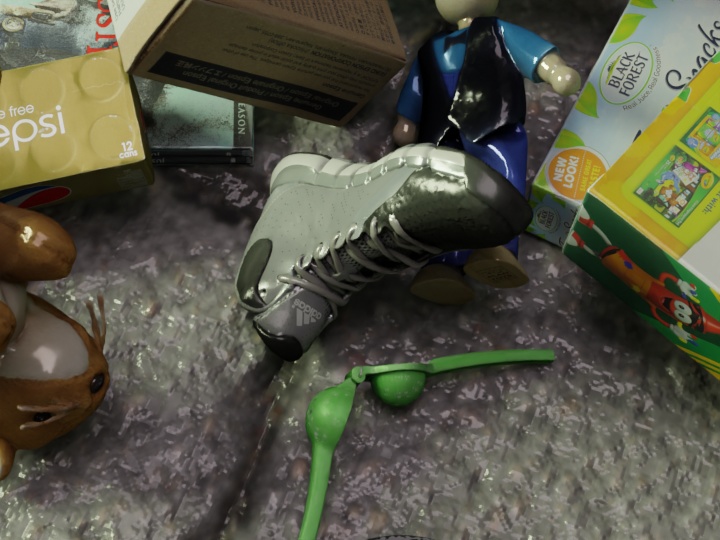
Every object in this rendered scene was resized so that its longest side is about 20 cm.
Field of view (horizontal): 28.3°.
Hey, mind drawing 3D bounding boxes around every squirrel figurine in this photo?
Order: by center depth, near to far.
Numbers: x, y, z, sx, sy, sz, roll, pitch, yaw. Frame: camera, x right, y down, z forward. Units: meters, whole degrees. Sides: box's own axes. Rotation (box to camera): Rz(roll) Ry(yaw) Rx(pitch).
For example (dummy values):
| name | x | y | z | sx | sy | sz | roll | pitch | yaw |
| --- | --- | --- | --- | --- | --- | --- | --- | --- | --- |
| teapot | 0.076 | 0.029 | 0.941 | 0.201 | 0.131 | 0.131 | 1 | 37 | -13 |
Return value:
| name | x | y | z | sx | sy | sz | roll | pitch | yaw |
| --- | --- | --- | --- | --- | --- | --- | --- | --- | --- |
| squirrel figurine | -0.223 | 0.017 | 0.724 | 0.198 | 0.187 | 0.143 | -9 | 47 | 30 |

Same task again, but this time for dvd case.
| name | x | y | z | sx | sy | sz | roll | pitch | yaw |
| --- | --- | --- | --- | --- | --- | --- | --- | --- | --- |
| dvd case | -0.163 | -0.129 | 0.884 | 0.197 | 0.022 | 0.148 | 1 | 60 | -4 |

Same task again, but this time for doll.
| name | x | y | z | sx | sy | sz | roll | pitch | yaw |
| --- | --- | --- | --- | --- | --- | --- | --- | --- | --- |
| doll | 0.067 | -0.088 | 0.823 | 0.048 | 0.135 | 0.203 | 21 | 60 | -42 |

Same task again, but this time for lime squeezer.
| name | x | y | z | sx | sy | sz | roll | pitch | yaw |
| --- | --- | --- | --- | --- | --- | --- | --- | --- | --- |
| lime squeezer | 0.017 | 0.078 | 0.764 | 0.199 | 0.038 | 0.071 | -38 | 69 | -23 |

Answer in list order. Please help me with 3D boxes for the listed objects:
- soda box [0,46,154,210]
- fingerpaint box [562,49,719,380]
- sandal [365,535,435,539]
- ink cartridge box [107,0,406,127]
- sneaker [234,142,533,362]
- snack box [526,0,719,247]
| name | x | y | z | sx | sy | sz | roll | pitch | yaw |
| --- | --- | --- | --- | --- | --- | --- | --- | --- | --- |
| soda box | -0.219 | -0.066 | 0.803 | 0.197 | 0.064 | 0.069 | -12 | 82 | -6 |
| fingerpaint box | 0.234 | -0.037 | 0.763 | 0.166 | 0.074 | 0.200 | 39 | 66 | 14 |
| sandal | 0.071 | 0.188 | 0.696 | 0.199 | 0.048 | 0.076 | 30 | 63 | 13 |
| ink cartridge box | -0.076 | -0.198 | 0.849 | 0.163 | 0.075 | 0.202 | 9 | 53 | -41 |
| sneaker | 0.000 | 0.000 | 0.752 | 0.075 | 0.199 | 0.116 | 40 | 69 | -30 |
| snack box | 0.201 | -0.084 | 0.858 | 0.141 | 0.053 | 0.201 | 24 | 62 | 12 |
